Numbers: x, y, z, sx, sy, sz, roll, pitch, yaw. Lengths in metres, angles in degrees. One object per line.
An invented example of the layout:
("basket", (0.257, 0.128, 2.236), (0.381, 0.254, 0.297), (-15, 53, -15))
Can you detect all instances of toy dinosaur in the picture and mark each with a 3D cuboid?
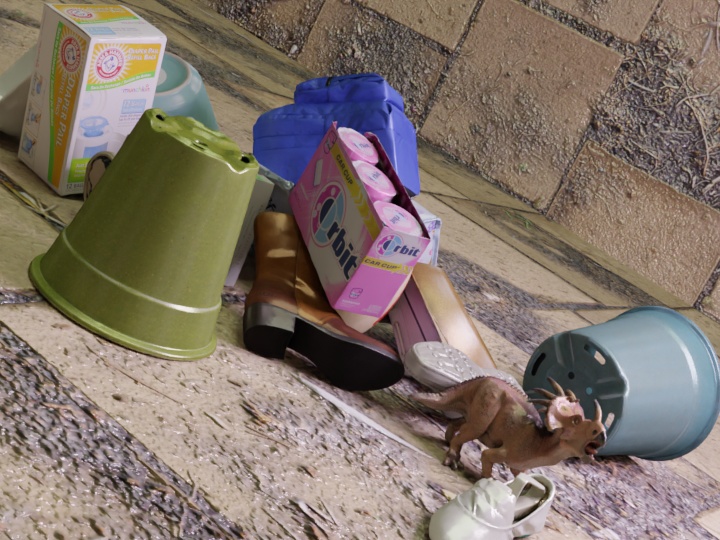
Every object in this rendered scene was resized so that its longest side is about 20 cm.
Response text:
("toy dinosaur", (0.155, 0.152, 1.239), (0.199, 0.136, 0.086), (32, 14, 20))

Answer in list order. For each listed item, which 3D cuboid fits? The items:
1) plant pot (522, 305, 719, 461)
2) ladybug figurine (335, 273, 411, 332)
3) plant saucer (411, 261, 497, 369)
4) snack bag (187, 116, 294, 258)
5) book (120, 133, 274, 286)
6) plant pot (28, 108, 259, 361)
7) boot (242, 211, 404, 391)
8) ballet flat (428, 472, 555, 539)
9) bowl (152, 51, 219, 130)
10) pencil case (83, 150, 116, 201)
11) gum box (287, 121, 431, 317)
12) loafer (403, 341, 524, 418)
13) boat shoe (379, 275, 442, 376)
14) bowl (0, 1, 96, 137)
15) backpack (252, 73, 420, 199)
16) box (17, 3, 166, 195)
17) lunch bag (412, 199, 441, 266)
("plant pot", (0.315, 0.146, 1.499), (0.195, 0.202, 0.200), (1, 29, -47))
("ladybug figurine", (0.000, 0.000, 1.422), (0.135, 0.201, 0.072), (25, -18, 29))
("plant saucer", (0.119, 0.068, 1.473), (0.201, 0.035, 0.200), (60, 5, -9))
("snack bag", (-0.144, -0.087, 1.501), (0.188, 0.021, 0.201), (35, -30, 26))
("book", (-0.200, -0.065, 1.336), (0.199, 0.134, 0.048), (13, 18, -47))
("plant pot", (-0.189, -0.046, 1.168), (0.199, 0.191, 0.200), (27, 13, -7))
("boot", (-0.038, 0.031, 1.332), (0.186, 0.069, 0.201), (14, 38, -9))
("ballet flat", (0.124, 0.215, 1.097), (0.069, 0.070, 0.199), (35, 15, 27))
("bowl", (-0.286, -0.225, 1.631), (0.199, 0.106, 0.202), (6, 41, -5))
("pencil case", (-0.231, -0.084, 1.403), (0.089, 0.078, 0.199), (26, 11, 39))
("gum box", (-0.007, -0.061, 1.321), (0.066, 0.114, 0.201), (13, 34, -32))
("loafer", (0.110, 0.134, 1.333), (0.199, 0.070, 0.070), (28, 23, -42))
("boat shoe", (0.042, 0.040, 1.474), (0.072, 0.065, 0.201), (65, 0, -62))
("bowl", (-0.393, -0.249, 1.546), (0.075, 0.200, 0.200), (50, -1, -23))
("backpack", (-0.037, -0.156, 1.529), (0.198, 0.170, 0.162), (-7, -11, 15))
("box", (-0.319, -0.204, 1.425), (0.112, 0.201, 0.101), (-11, 38, -46))
("lunch bag", (-0.020, -0.040, 1.622), (0.199, 0.128, 0.169), (-16, 38, -33))
